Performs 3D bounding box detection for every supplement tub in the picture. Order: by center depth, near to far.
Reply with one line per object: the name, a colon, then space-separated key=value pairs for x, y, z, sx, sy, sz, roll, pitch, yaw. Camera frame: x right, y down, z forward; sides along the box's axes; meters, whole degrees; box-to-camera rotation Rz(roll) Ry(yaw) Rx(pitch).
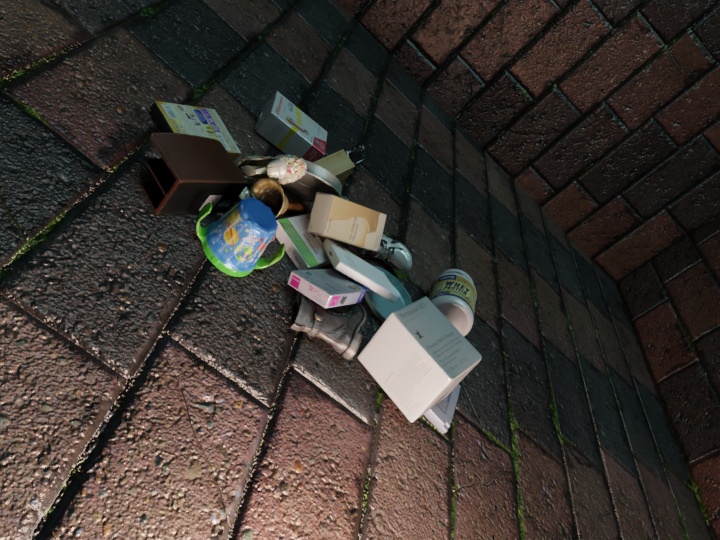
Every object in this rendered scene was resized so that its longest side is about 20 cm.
supplement tub: x=0.267 y=0.096 z=1.755 sx=0.144 sy=0.144 sz=0.201 roll=43 pitch=30 yaw=-10

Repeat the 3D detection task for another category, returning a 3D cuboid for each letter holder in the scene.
letter holder: x=-0.368 y=-0.209 z=1.282 sx=0.143 sy=0.100 sz=0.199 roll=55 pitch=30 yaw=14

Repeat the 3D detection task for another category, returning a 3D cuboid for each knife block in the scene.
knife block: x=-0.061 y=-0.302 z=1.708 sx=0.064 sy=0.175 sz=0.200 roll=52 pitch=8 yaw=8

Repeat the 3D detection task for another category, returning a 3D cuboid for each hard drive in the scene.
hard drive: x=0.000 y=0.000 z=1.515 sx=0.198 sy=0.027 sz=0.132 roll=30 pitch=16 yaw=-31

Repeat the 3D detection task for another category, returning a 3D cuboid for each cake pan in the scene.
cake pan: x=-0.133 y=-0.231 z=1.547 sx=0.199 sy=0.199 sz=0.037 roll=30 pitch=73 yaw=-31

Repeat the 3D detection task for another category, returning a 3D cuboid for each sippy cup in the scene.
sippy cup: x=-0.248 y=-0.079 z=1.264 sx=0.177 sy=0.130 sz=0.141 roll=-7 pitch=61 yaw=-55

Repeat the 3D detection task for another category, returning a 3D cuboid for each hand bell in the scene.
hand bell: x=-0.190 y=-0.164 z=1.513 sx=0.105 sy=0.104 sz=0.199 roll=57 pitch=17 yaw=14

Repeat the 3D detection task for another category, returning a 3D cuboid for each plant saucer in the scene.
plant saucer: x=0.072 y=0.078 z=1.629 sx=0.199 sy=0.027 sz=0.202 roll=34 pitch=34 yaw=-26

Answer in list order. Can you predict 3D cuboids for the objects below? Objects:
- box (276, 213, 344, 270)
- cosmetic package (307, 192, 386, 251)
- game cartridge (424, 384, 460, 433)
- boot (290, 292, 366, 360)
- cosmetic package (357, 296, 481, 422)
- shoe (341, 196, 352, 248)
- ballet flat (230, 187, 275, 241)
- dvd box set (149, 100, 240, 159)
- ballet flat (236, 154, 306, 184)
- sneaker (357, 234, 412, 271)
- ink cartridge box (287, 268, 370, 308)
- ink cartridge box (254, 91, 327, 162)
box: x=-0.127 y=-0.075 z=1.524 sx=0.145 sy=0.036 sz=0.199 roll=55 pitch=28 yaw=9
cosmetic package: x=-0.032 y=-0.122 z=1.527 sx=0.198 sy=0.107 sz=0.070 roll=13 pitch=0 yaw=-44
game cartridge: x=0.190 y=0.305 z=1.521 sx=0.134 sy=0.041 sz=0.200 roll=50 pitch=29 yaw=-7
boot: x=-0.076 y=0.102 z=1.363 sx=0.173 sy=0.070 sz=0.201 roll=33 pitch=26 yaw=-13
cosmetic package: x=0.137 y=0.203 z=1.390 sx=0.200 sy=0.167 sz=0.166 roll=47 pitch=34 yaw=18
shoe: x=-0.050 y=-0.135 z=1.670 sx=0.201 sy=0.070 sz=0.092 roll=-101 pitch=168 yaw=-65
ballet flat: x=-0.264 y=-0.153 z=1.381 sx=0.069 sy=0.071 sz=0.201 roll=-34 pitch=84 yaw=-31
dvd box set: x=-0.398 y=-0.338 z=1.453 sx=0.147 sy=0.029 sz=0.199 roll=57 pitch=29 yaw=10
ballet flat: x=-0.224 y=-0.243 z=1.451 sx=0.064 sy=0.197 sz=0.077 roll=-31 pitch=119 yaw=-57
sneaker: x=0.056 y=-0.055 z=1.706 sx=0.200 sy=0.079 sz=0.130 roll=48 pitch=31 yaw=-4
ink cartridge box: x=-0.069 y=0.039 z=1.408 sx=0.118 sy=0.043 sz=0.199 roll=30 pitch=17 yaw=24
ink cartridge box: x=-0.199 y=-0.409 z=1.754 sx=0.199 sy=0.083 sz=0.146 roll=35 pitch=33 yaw=-25
